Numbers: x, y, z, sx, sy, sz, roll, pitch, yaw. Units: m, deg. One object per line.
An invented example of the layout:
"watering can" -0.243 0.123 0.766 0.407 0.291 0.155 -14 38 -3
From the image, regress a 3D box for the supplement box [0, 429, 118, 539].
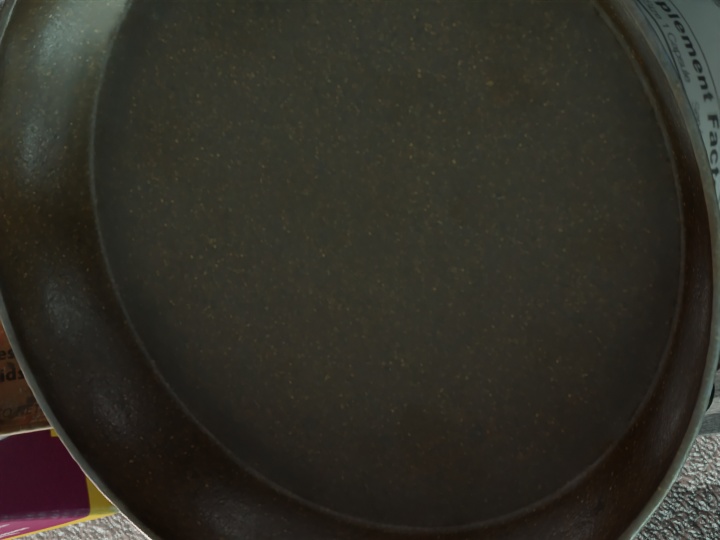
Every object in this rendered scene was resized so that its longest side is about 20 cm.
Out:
"supplement box" -0.205 0.044 0.984 0.103 0.131 0.200 -17 168 42

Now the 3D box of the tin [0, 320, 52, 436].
"tin" -0.099 -0.007 0.805 0.199 0.112 0.042 -8 -179 8

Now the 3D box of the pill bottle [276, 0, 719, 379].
"pill bottle" 0.049 -0.035 0.721 0.114 0.115 0.200 -15 174 40

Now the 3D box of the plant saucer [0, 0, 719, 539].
"plant saucer" -0.002 -0.012 0.606 0.200 0.201 0.034 -13 -171 33

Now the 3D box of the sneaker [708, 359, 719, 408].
"sneaker" 0.062 0.023 0.837 0.200 0.116 0.076 -47 -166 -22
